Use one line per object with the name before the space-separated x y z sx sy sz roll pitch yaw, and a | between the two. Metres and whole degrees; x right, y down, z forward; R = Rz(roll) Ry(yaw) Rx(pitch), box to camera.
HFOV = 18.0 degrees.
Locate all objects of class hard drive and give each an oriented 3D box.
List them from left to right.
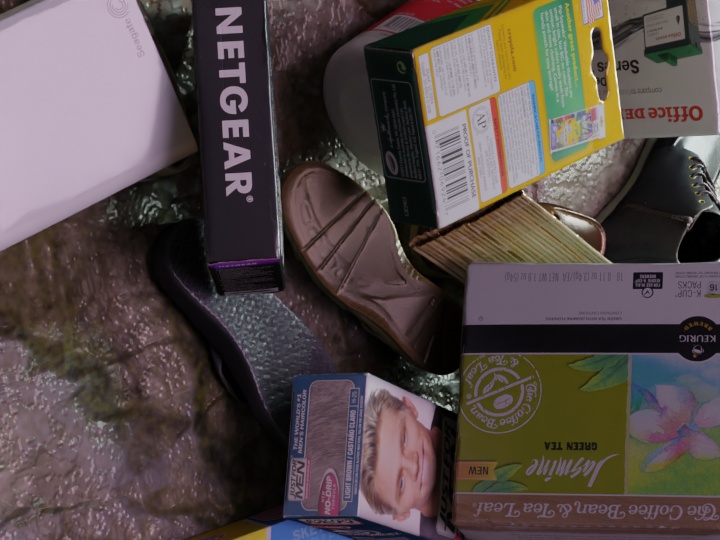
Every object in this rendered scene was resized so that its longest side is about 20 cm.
hard drive | -0.214 -0.091 1.417 0.200 0.027 0.132 -29 110 -18

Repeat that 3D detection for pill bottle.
pill bottle | 0.076 -0.157 1.661 0.200 0.112 0.112 -37 114 -35

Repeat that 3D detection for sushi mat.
sushi mat | 0.119 -0.007 1.675 0.200 0.096 0.012 33 36 -56

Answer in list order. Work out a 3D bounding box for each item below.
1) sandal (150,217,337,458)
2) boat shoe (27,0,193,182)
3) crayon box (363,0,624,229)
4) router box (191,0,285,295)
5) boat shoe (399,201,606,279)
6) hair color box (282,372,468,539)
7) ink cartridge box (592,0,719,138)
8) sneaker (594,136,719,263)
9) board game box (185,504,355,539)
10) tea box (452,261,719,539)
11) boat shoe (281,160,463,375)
sandal | -0.078 0.048 1.580 0.076 0.043 0.200 -46 110 -40
boat shoe | -0.159 -0.153 1.483 0.072 0.062 0.200 -37 115 -35
crayon box | 0.095 -0.121 1.570 0.200 0.052 0.126 -25 115 -39
router box | -0.080 -0.092 1.483 0.051 0.149 0.200 -4 82 -2
boat shoe | 0.122 -0.019 1.735 0.200 0.068 0.072 2 89 -42
hair color box | 0.019 0.139 1.599 0.200 0.060 0.100 27 63 -61
ink cartridge box | 0.246 -0.204 1.791 0.084 0.146 0.200 -12 98 -40
sneaker | 0.274 -0.061 1.845 0.200 0.106 0.075 -53 122 -28
board game box | -0.082 0.253 1.573 0.200 0.040 0.153 -16 101 -41
tea box | 0.178 0.104 1.626 0.134 0.200 0.197 52 38 -68
boat shoe | 0.002 -0.001 1.643 0.201 0.063 0.073 43 76 -26
